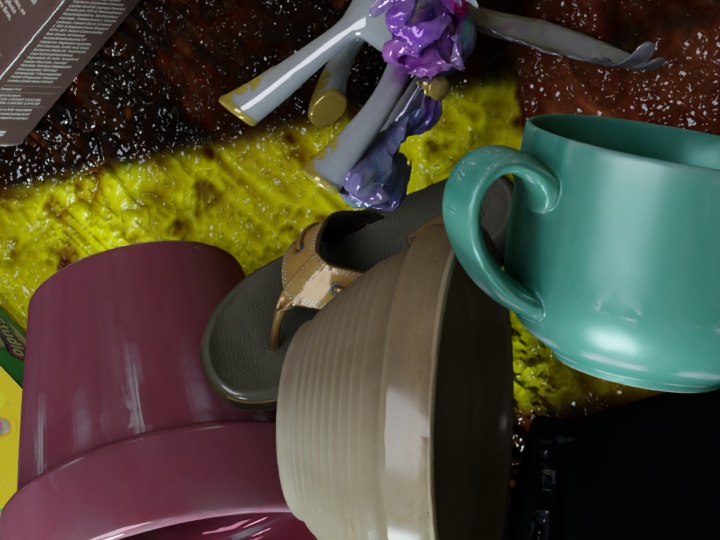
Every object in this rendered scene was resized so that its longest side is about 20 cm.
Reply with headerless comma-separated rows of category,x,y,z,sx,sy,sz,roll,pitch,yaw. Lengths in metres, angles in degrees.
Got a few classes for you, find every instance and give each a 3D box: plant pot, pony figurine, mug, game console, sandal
plant pot,-0.111,0.090,1.340,0.200,0.200,0.180,-29,61,31
plant pot,0.015,0.076,1.198,0.092,0.201,0.202,2,94,15
pony figurine,0.035,-0.129,1.245,0.200,0.166,0.193,-54,38,4
mug,0.131,-0.009,1.174,0.184,0.152,0.115,10,101,4
game console,0.135,0.166,1.193,0.116,0.200,0.177,10,125,-3
sandal,0.000,0.000,1.268,0.199,0.055,0.082,-28,57,-7

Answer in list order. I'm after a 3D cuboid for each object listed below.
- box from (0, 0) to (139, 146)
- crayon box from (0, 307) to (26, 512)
box,-0.199,-0.177,1.444,0.200,0.075,0.100,-45,68,28
crayon box,-0.276,0.099,1.516,0.200,0.058,0.173,43,114,24
